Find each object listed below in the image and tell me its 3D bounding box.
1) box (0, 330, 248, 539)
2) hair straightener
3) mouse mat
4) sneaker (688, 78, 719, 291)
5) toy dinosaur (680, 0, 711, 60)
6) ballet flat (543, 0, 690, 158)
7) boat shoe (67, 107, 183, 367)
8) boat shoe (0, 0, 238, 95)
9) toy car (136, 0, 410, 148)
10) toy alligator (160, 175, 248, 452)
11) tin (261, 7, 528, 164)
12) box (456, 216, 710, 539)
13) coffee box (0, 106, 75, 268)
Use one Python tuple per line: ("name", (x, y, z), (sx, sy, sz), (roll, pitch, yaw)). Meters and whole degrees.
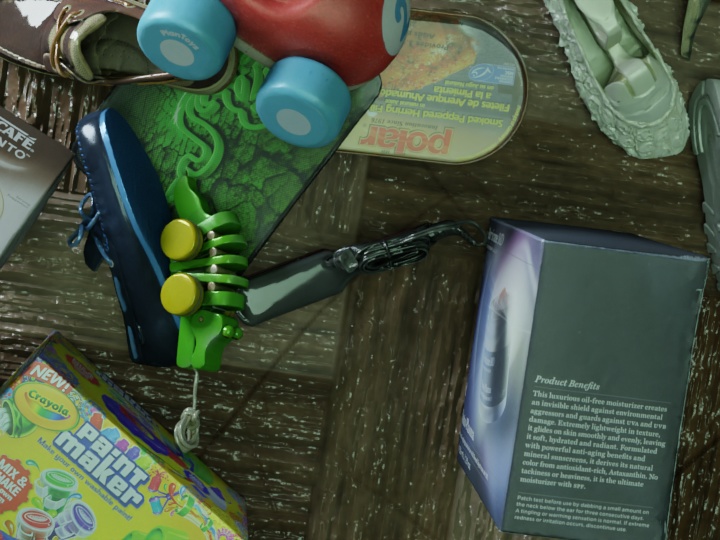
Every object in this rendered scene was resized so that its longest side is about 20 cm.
("box", (-0.219, 0.186, 1.033), (0.200, 0.122, 0.193), (43, 90, -9))
("hair straightener", (0.000, 0.000, 1.052), (0.199, 0.077, 0.041), (-14, 96, -3))
("mouse mat", (-0.101, -0.111, 1.039), (0.161, 0.008, 0.200), (38, 103, -2))
("sneaker", (0.309, -0.053, 1.081), (0.080, 0.076, 0.201), (-10, 99, -14))
("toy dinosaur", (0.263, -0.268, 1.063), (0.088, 0.047, 0.201), (25, 97, -14))
("ballet flat", (0.186, -0.166, 1.057), (0.072, 0.072, 0.200), (-33, 99, -1))
("boat shoe", (-0.174, -0.015, 1.027), (0.068, 0.084, 0.201), (-12, 103, 15))
("boat shoe", (-0.189, -0.165, 1.000), (0.199, 0.072, 0.073), (15, 100, 10))
("toy car", (-0.024, -0.218, 0.911), (0.176, 0.200, 0.185), (30, 59, -11))
("toy alligator", (-0.105, 0.028, 1.010), (0.054, 0.059, 0.201), (-8, 77, 23))
("tin", (0.025, -0.139, 1.059), (0.199, 0.042, 0.113), (7, 92, -6))
("box", (0.150, 0.070, 1.014), (0.123, 0.200, 0.200), (8, 95, -6))
("coffee box", (-0.294, -0.031, 0.958), (0.114, 0.200, 0.080), (32, 131, -10))
